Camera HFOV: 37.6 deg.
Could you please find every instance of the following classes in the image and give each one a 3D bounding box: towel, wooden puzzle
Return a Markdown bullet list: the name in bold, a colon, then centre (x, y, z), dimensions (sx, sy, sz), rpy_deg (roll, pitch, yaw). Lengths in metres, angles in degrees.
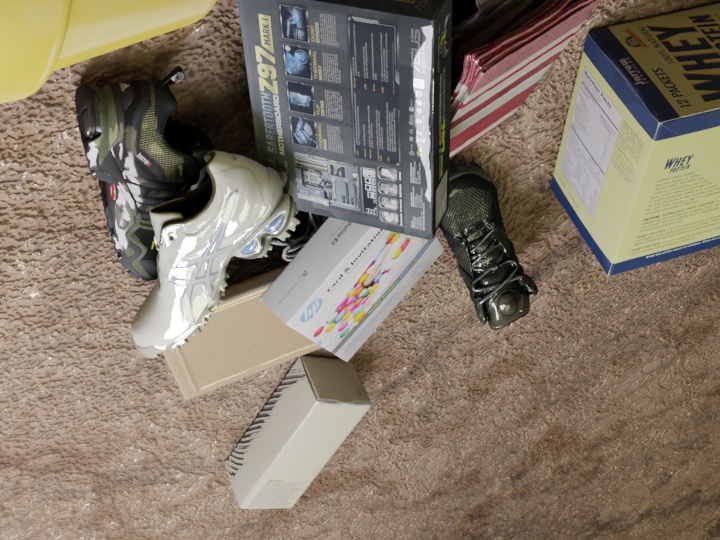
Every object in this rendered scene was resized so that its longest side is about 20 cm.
- **towel**: centre (0.115, -0.155, 0.892), dimensions (0.143, 0.023, 0.200), rpy_deg (-34, 171, -23)
- **wooden puzzle**: centre (-0.109, 0.054, 1.061), dimensions (0.182, 0.038, 0.201), rpy_deg (-20, 155, -8)

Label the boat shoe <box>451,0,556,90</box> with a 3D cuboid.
- **boat shoe**: centre (0.109, -0.231, 0.843), dimensions (0.073, 0.075, 0.201), rpy_deg (13, 126, -40)

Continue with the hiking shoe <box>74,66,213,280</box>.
- **hiking shoe**: centre (-0.164, -0.070, 0.864), dimensions (0.099, 0.076, 0.202), rpy_deg (-15, 140, -9)

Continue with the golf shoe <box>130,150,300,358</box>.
- **golf shoe**: centre (-0.142, -0.018, 0.856), dimensions (0.097, 0.079, 0.200), rpy_deg (30, 111, -33)

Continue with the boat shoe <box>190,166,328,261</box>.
- **boat shoe**: centre (-0.060, -0.052, 0.959), dimensions (0.198, 0.062, 0.075), rpy_deg (18, 120, -44)

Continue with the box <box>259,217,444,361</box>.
- **box**: centre (0.000, 0.000, 0.991), dimensions (0.156, 0.041, 0.200), rpy_deg (-49, 159, -2)

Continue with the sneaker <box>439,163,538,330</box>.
- **sneaker**: centre (0.129, -0.018, 1.071), dimensions (0.075, 0.115, 0.200), rpy_deg (-27, 141, -2)

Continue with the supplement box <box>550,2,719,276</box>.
- **supplement box**: centre (0.315, -0.131, 1.032), dimensions (0.197, 0.135, 0.202), rpy_deg (-15, 141, -15)

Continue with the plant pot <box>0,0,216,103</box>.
- **plant pot**: centre (-0.185, -0.205, 0.618), dimensions (0.187, 0.201, 0.202), rpy_deg (-17, 145, -39)

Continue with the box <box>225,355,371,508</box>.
- **box**: centre (-0.076, 0.191, 1.225), dimensions (0.081, 0.069, 0.201), rpy_deg (9, 129, -38)

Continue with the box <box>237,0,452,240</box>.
- **box**: centre (-0.009, -0.129, 0.819), dimensions (0.155, 0.051, 0.202), rpy_deg (13, 134, 18)
